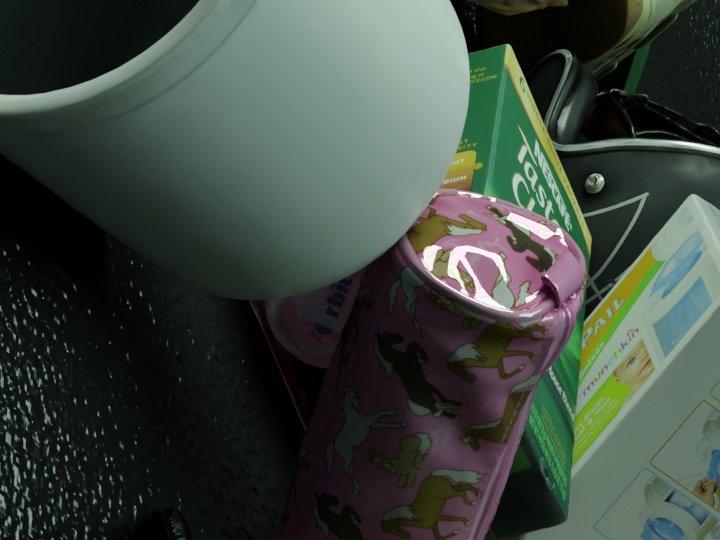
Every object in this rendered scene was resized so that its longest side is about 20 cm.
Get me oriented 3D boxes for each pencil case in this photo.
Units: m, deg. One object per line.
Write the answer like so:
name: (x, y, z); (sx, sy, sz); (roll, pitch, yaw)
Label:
pencil case: (0.024, 0.065, 1.176); (0.083, 0.086, 0.201); (-102, -155, -55)

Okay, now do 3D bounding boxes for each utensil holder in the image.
utensil holder: (-0.066, -0.094, 1.068); (0.200, 0.169, 0.171); (44, 37, -59)

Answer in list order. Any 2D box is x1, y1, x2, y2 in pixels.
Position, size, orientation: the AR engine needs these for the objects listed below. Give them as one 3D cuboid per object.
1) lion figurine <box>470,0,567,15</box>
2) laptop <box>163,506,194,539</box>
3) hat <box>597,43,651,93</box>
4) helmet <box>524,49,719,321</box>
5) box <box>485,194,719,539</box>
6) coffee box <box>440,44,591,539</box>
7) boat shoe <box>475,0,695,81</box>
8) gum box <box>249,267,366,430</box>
lion figurine: (0.044, -0.226, 1.498); (0.072, 0.122, 0.202); (152, -68, -71)
laptop: (-0.085, 0.189, 1.051); (0.200, 0.103, 0.179); (-169, -116, -84)
hat: (0.090, -0.184, 1.745); (0.166, 0.175, 0.201); (-89, -163, -86)
helmet: (0.141, -0.003, 1.499); (0.191, 0.199, 0.201); (-98, 163, -54)
box: (0.133, 0.086, 1.339); (0.101, 0.200, 0.113); (34, 15, -17)
coffee box: (0.059, 0.005, 1.306); (0.201, 0.044, 0.123); (-79, 149, -53)
boat shoe: (0.120, -0.133, 1.583); (0.200, 0.062, 0.074); (-12, -87, 68)
gum box: (0.000, 0.000, 1.314); (0.114, 0.066, 0.201); (-64, 136, -61)
